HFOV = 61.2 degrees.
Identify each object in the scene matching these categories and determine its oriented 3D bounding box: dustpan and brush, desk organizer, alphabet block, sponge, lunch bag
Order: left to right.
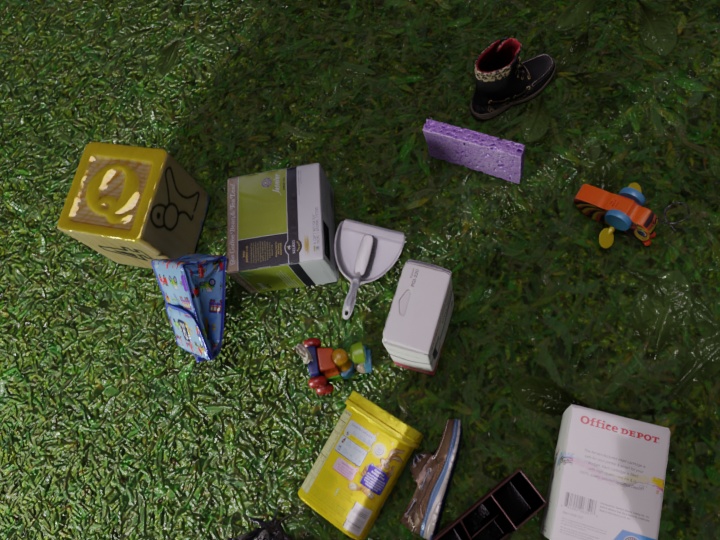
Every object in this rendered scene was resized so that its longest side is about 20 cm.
[{"bbox_3d":[-0.454,-0.124,1.248,0.193,0.200,0.199,6,72,14],"label":"alphabet block"},{"bbox_3d":[-0.317,0.075,1.168,0.149,0.093,0.204,5,104,50],"label":"lunch bag"},{"bbox_3d":[0.000,0.000,1.179,0.137,0.057,0.203,14,79,9],"label":"dustpan and brush"},{"bbox_3d":[0.221,-0.233,1.187,0.197,0.112,0.030,20,78,18],"label":"sponge"},{"bbox_3d":[0.195,0.407,0.965,0.198,0.077,0.072,-33,67,-17],"label":"desk organizer"}]

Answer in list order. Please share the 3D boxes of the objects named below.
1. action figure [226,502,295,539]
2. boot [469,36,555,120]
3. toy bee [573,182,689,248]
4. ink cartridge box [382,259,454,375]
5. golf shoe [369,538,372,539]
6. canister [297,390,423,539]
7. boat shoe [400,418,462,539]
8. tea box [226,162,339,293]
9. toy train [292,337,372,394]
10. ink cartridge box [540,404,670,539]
[{"bbox_3d":[-0.176,0.500,1.028,0.117,0.102,0.203,19,80,19],"label":"action figure"},{"bbox_3d":[0.304,-0.397,1.204,0.198,0.151,0.074,-29,68,1],"label":"boot"},{"bbox_3d":[0.485,-0.086,1.098,0.130,0.109,0.201,-39,43,6],"label":"toy bee"},{"bbox_3d":[0.105,0.087,1.054,0.083,0.200,0.148,14,75,16],"label":"ink cartridge box"},{"bbox_3d":[0.036,0.490,0.999,0.196,0.073,0.094,-10,69,8],"label":"golf shoe"},{"bbox_3d":[-0.002,0.335,1.053,0.147,0.087,0.202,27,81,24],"label":"canister"},{"bbox_3d":[0.119,0.344,1.032,0.071,0.072,0.203,15,75,18],"label":"boat shoe"},{"bbox_3d":[-0.153,-0.080,1.204,0.193,0.134,0.204,-7,70,9],"label":"tea box"},{"bbox_3d":[-0.042,0.153,1.067,0.114,0.200,0.086,-13,68,2],"label":"toy train"},{"bbox_3d":[0.374,0.330,0.942,0.145,0.145,0.203,13,74,15],"label":"ink cartridge box"}]
